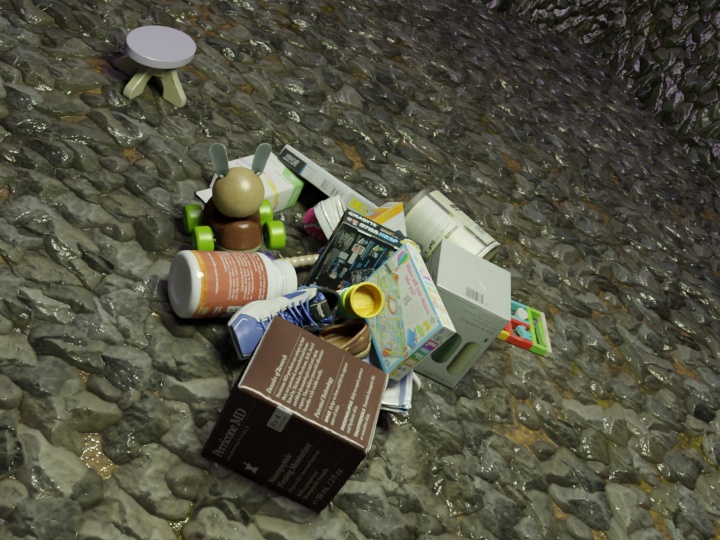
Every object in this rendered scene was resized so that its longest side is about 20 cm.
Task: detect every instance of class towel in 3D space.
[{"bbox_3d":[-0.007,0.160,1.283,0.200,0.024,0.147,10,52,0],"label":"towel"}]

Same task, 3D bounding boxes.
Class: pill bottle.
[{"bbox_3d":[-0.214,0.023,1.291,0.200,0.112,0.112,1,45,-36],"label":"pill bottle"}]

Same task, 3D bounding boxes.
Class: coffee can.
[{"bbox_3d":[0.185,-0.068,1.671,0.200,0.146,0.146,44,37,16],"label":"coffee can"}]

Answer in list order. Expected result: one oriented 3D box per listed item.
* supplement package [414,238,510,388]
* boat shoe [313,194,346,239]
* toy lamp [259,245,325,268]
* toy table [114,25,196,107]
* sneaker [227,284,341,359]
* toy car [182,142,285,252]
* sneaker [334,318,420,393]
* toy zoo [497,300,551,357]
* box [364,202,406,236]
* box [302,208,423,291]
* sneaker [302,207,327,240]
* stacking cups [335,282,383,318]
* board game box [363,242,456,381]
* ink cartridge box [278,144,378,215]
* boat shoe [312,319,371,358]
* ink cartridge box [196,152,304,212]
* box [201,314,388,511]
[{"bbox_3d":[0.165,0.082,1.426,0.152,0.200,0.151,26,36,-8],"label":"supplement package"},{"bbox_3d":[-0.019,-0.054,1.503,0.200,0.065,0.074,60,15,-13],"label":"boat shoe"},{"bbox_3d":[-0.136,-0.013,1.445,0.200,0.058,0.058,-6,49,-44],"label":"toy lamp"},{"bbox_3d":[-0.457,-0.457,1.687,0.184,0.117,0.200,39,35,12],"label":"toy table"},{"bbox_3d":[-0.110,0.070,1.229,0.199,0.115,0.081,-25,97,-33],"label":"sneaker"},{"bbox_3d":[-0.225,-0.140,1.366,0.164,0.200,0.158,-6,36,-23],"label":"toy car"},{"bbox_3d":[0.037,0.137,1.376,0.200,0.071,0.099,33,40,9],"label":"sneaker"},{"bbox_3d":[0.323,0.107,1.671,0.200,0.020,0.131,22,36,-13],"label":"toy zoo"},{"bbox_3d":[0.053,-0.025,1.522,0.041,0.200,0.119,7,25,33],"label":"box"},{"bbox_3d":[0.000,0.000,1.403,0.159,0.200,0.046,25,39,-9],"label":"box"},{"bbox_3d":[-0.019,-0.078,1.587,0.200,0.081,0.088,37,29,-4],"label":"sneaker"},{"bbox_3d":[-0.026,0.062,1.321,0.060,0.200,0.061,4,81,-22],"label":"stacking cups"},{"bbox_3d":[0.070,0.067,1.277,0.034,0.134,0.200,28,29,-38],"label":"board game box"},{"bbox_3d":[-0.060,-0.183,1.662,0.198,0.047,0.200,36,3,25],"label":"ink cartridge box"},{"bbox_3d":[-0.074,0.129,1.244,0.200,0.068,0.072,-19,54,-20],"label":"boat shoe"},{"bbox_3d":[-0.223,-0.170,1.556,0.117,0.067,0.200,42,36,14],"label":"ink cartridge box"},{"bbox_3d":[-0.092,0.208,1.112,0.200,0.166,0.164,27,36,-5],"label":"box"}]
